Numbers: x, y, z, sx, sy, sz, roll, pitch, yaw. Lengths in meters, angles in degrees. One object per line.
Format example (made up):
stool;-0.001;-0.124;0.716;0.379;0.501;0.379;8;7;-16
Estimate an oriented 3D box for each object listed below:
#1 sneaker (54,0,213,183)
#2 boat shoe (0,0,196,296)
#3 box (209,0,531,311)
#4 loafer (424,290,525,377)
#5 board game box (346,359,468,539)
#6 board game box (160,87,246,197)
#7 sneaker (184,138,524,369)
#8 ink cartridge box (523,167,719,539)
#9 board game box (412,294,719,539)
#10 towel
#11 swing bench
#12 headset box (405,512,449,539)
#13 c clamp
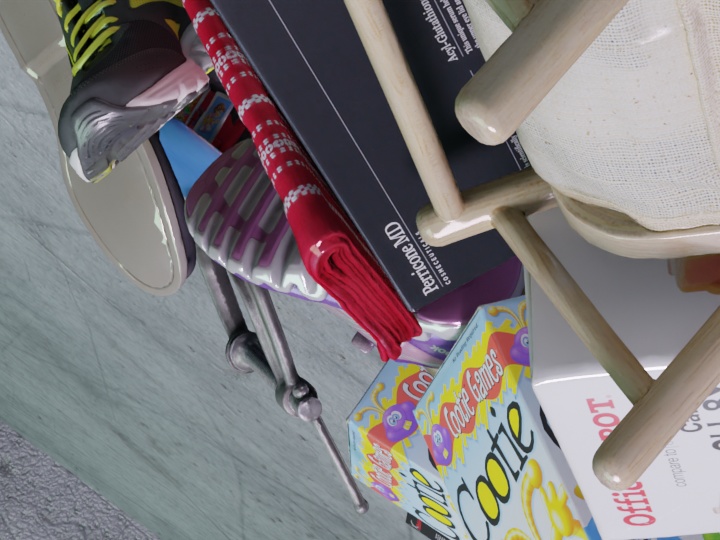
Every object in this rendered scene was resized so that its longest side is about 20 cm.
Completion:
sneaker;-0.118;-0.107;0.907;0.085;0.074;0.200;49;-163;-12
boat shoe;-0.126;-0.087;1.005;0.072;0.063;0.201;-19;98;44
box;0.031;-0.096;0.630;0.200;0.140;0.079;57;-175;-49
loafer;0.050;0.012;1.009;0.199;0.076;0.068;31;155;4
board game box;0.102;0.115;1.110;0.199;0.105;0.103;31;162;14
board game box;-0.096;-0.079;1.129;0.199;0.039;0.158;28;167;40
sneaker;0.000;0.000;0.945;0.199;0.081;0.089;23;159;31
ink cartridge box;0.164;0.023;0.650;0.198;0.084;0.145;-6;150;14
board game box;0.119;0.114;0.854;0.201;0.104;0.103;65;153;23
towel;-0.040;-0.063;0.806;0.201;0.022;0.145;61;-177;23
swing bench;0.103;-0.076;0.519;0.130;0.199;0.199;55;176;35
headset box;0.133;0.182;1.306;0.199;0.075;0.149;33;163;11
c clamp;-0.063;0.041;1.143;0.172;0.027;0.200;69;169;-20
